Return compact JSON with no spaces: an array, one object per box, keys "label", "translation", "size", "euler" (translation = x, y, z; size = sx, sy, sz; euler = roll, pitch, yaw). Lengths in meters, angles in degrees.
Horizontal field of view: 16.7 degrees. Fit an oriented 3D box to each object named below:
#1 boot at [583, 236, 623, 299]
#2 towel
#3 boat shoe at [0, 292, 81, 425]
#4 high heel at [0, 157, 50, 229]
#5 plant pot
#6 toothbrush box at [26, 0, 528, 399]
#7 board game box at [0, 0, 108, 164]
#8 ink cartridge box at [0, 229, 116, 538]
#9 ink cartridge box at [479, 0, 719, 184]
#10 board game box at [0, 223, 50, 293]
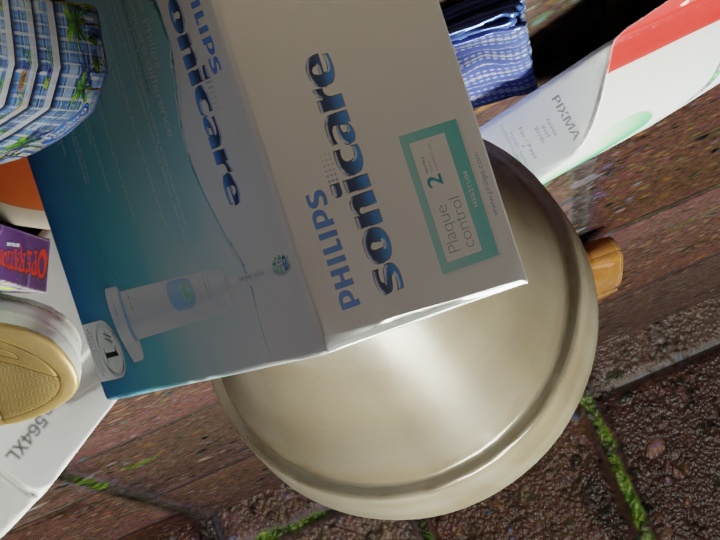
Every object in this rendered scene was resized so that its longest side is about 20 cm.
[{"label":"boot","translation":[0.139,0.031,2.123],"size":[0.155,0.077,0.200],"euler":[-25,164,-16]},{"label":"towel","translation":[0.023,-0.089,1.256],"size":[0.144,0.024,0.200],"euler":[-23,171,3]},{"label":"boat shoe","translation":[-0.202,0.025,1.123],"size":[0.199,0.071,0.069],"euler":[-1,-139,32]},{"label":"high heel","translation":[-0.079,-0.067,1.054],"size":[0.199,0.068,0.096],"euler":[-9,-161,-1]},{"label":"plant pot","translation":[0.000,0.000,1.167],"size":[0.199,0.201,0.174],"euler":[-24,155,7]},{"label":"toothbrush box","translation":[-0.043,-0.041,0.876],"size":[0.085,0.147,0.200],"euler":[-19,-179,-27]},{"label":"board game box","translation":[-0.201,-0.034,0.746],"size":[0.199,0.062,0.200],"euler":[-14,179,19]},{"label":"ink cartridge box","translation":[-0.179,0.064,1.270],"size":[0.146,0.084,0.200],"euler":[-54,-175,-28]},{"label":"ink cartridge box","translation":[0.168,-0.113,1.334],"size":[0.161,0.050,0.200],"euler":[-27,178,-44]},{"label":"board game box","translation":[-0.210,-0.011,0.979],"size":[0.119,0.032,0.200],"euler":[5,176,11]}]
